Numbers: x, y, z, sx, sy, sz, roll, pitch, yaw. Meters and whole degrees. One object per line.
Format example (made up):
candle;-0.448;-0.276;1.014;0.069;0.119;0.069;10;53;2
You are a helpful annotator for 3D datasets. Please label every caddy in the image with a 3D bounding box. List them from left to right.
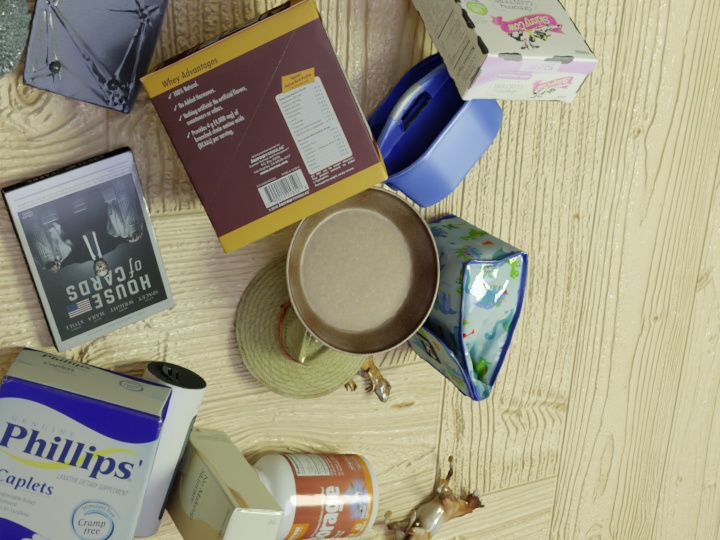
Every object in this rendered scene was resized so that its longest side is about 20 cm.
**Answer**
caddy;0.078;-0.180;1.282;0.201;0.141;0.105;-51;130;-4

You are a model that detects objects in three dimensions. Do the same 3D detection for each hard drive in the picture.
hard drive;-0.274;-0.280;1.093;0.133;0.042;0.204;12;103;-33

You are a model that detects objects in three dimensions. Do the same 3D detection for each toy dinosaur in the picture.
toy dinosaur;-0.004;0.099;1.402;0.106;0.060;0.203;-39;134;-36

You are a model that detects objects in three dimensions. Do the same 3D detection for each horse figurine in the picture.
horse figurine;0.100;0.368;1.555;0.199;0.050;0.134;-39;141;-22

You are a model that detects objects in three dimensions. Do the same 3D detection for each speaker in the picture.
speaker;-0.255;0.217;1.275;0.080;0.081;0.203;14;101;-33

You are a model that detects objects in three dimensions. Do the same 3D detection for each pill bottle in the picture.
pill bottle;-0.082;0.303;1.391;0.197;0.112;0.114;5;106;-32

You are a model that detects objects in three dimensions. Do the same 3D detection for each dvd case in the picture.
dvd case;-0.305;-0.023;1.186;0.148;0.025;0.203;-22;118;-21

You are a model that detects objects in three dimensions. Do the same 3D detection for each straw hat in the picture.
straw hat;-0.056;0.071;1.300;0.197;0.085;0.206;-2;98;-15

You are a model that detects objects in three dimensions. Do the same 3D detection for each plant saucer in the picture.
plant saucer;0.000;0.000;1.258;0.196;0.037;0.205;0;91;-19

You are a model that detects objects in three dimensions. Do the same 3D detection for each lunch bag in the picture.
lunch bag;0.121;0.049;1.377;0.125;0.170;0.204;-10;115;-27

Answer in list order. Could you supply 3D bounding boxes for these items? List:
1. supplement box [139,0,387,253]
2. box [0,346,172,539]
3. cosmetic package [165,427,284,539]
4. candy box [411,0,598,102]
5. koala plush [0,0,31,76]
supplement box;-0.100;-0.163;1.125;0.194;0.133;0.203;-24;107;5
box;-0.326;0.216;1.175;0.180;0.105;0.204;15;101;-6
cosmetic package;-0.175;0.286;1.275;0.070;0.199;0.107;13;102;-33
candy box;0.165;-0.298;1.248;0.165;0.202;0.072;-3;145;-30
koala plush;-0.384;-0.218;0.950;0.181;0.200;0.181;-12;114;-22
